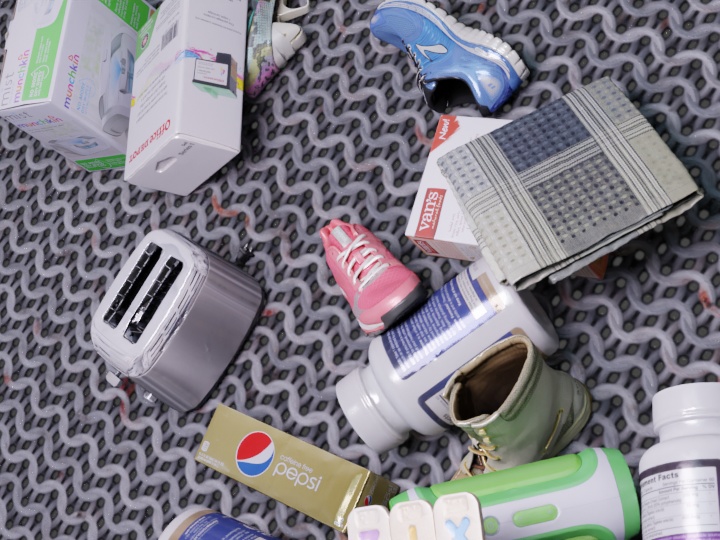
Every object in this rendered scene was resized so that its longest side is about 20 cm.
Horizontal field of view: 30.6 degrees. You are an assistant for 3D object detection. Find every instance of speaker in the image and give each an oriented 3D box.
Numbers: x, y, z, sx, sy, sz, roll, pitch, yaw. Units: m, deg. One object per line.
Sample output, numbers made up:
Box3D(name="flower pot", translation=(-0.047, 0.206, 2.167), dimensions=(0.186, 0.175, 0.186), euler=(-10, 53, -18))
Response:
Box3D(name="speaker", translation=(0.127, 0.206, 1.096), dimensions=(0.197, 0.089, 0.089), euler=(-12, 62, -3))

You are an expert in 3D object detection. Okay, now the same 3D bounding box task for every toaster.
Box3D(name="toaster", translation=(-0.192, 0.044, 1.395), dimensions=(0.113, 0.129, 0.201), euler=(32, 88, 35))

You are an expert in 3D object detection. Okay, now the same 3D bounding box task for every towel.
Box3D(name="towel", translation=(0.185, -0.078, 1.196), dimensions=(0.191, 0.035, 0.201), euler=(-26, 44, 1))

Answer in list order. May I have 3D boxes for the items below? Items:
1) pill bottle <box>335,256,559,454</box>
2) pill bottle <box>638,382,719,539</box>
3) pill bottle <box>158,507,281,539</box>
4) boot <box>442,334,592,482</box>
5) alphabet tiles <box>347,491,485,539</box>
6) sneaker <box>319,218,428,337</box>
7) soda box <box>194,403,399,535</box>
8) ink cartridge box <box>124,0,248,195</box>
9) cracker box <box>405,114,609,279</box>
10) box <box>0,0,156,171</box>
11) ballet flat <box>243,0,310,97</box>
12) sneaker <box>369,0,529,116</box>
Box3D(name="pill bottle", translation=(0.078, 0.083, 1.233), dimensions=(0.199, 0.111, 0.112), euler=(-37, 56, 12))
Box3D(name="pill bottle", translation=(0.283, 0.199, 1.065), dimensions=(0.110, 0.111, 0.203), euler=(-10, 65, 26))
Box3D(name="pill bottle", translation=(-0.095, 0.305, 1.233), dimensions=(0.198, 0.111, 0.112), euler=(15, 78, 34))
Box3D(name="boot", translation=(0.108, 0.155, 1.157), dimensions=(0.201, 0.154, 0.072), euler=(-50, 54, 2))
Box3D(name="alphabet tiles", translation=(0.047, 0.270, 0.978), dimensions=(0.198, 0.015, 0.199), euler=(-14, 75, 30))
Box3D(name="sneaker", translation=(0.000, 0.000, 1.272), dimensions=(0.074, 0.087, 0.200), euler=(-39, 19, -5))
Box3D(name="soda box", translation=(-0.064, 0.199, 1.294), dimensions=(0.198, 0.068, 0.065), euler=(18, 79, 34))
Box3D(name="ink cartridge box", translation=(-0.198, -0.206, 1.497), dimensions=(0.144, 0.083, 0.203), euler=(-30, 53, 52))
Box3D(name="cracker box", translation=(0.154, -0.075, 1.285), dimensions=(0.198, 0.058, 0.136), euler=(8, 73, 33))
Box3D(name="box", translation=(-0.330, -0.247, 1.567), dimensions=(0.096, 0.176, 0.203), euler=(-4, 68, 29))
Box3D(name="ballet flat", translation=(-0.094, -0.296, 1.523), dimensions=(0.070, 0.069, 0.203), euler=(4, 71, 10))
Box3D(name="sneaker", translation=(0.078, -0.222, 1.379), dimensions=(0.199, 0.078, 0.090), euler=(33, 86, 35))
